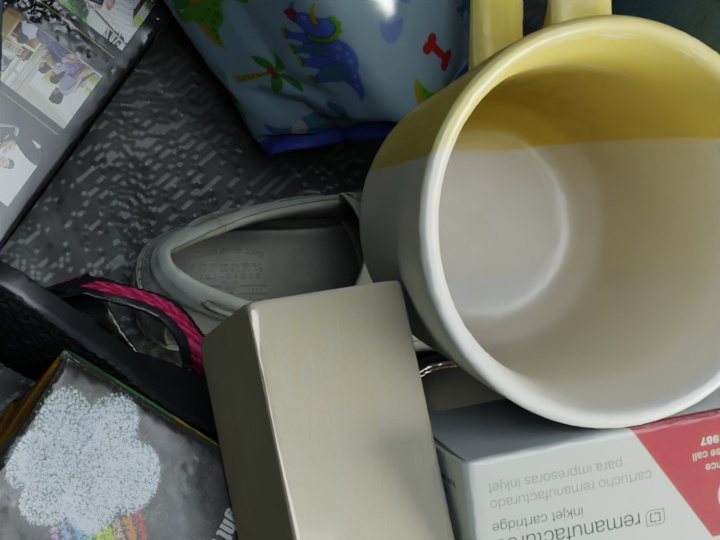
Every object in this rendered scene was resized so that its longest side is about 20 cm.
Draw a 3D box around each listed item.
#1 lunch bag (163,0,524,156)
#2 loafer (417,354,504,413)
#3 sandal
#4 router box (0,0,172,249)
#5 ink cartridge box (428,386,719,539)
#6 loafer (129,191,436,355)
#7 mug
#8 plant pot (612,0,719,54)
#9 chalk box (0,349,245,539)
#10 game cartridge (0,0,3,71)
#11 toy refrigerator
[{"bbox_3d":[0.001,-0.176,1.161,0.170,0.127,0.200,57,49,-30],"label":"lunch bag"},{"bbox_3d":[0.108,0.071,1.188,0.199,0.072,0.073,9,77,-13],"label":"loafer"},{"bbox_3d":[-0.090,0.036,1.120,0.200,0.075,0.045,32,68,-33],"label":"sandal"},{"bbox_3d":[-0.198,-0.117,1.150,0.200,0.051,0.150,37,72,-7],"label":"router box"},{"bbox_3d":[0.107,0.148,1.051,0.145,0.083,0.201,-10,101,-13],"label":"ink cartridge box"},{"bbox_3d":[0.000,0.000,1.172,0.199,0.070,0.070,-8,74,-18],"label":"loafer"},{"bbox_3d":[0.079,-0.035,1.057,0.149,0.153,0.187,31,82,-15],"label":"mug"},{"bbox_3d":[0.199,-0.037,1.147,0.195,0.196,0.201,17,58,-12],"label":"plant pot"},{"bbox_3d":[-0.078,0.144,1.095,0.199,0.124,0.125,34,71,-8],"label":"chalk box"},{"bbox_3d":[-0.247,-0.054,1.091,0.199,0.041,0.134,4,107,0],"label":"game cartridge"},{"bbox_3d":[-0.001,0.111,1.020,0.070,0.076,0.201,-9,80,-19],"label":"toy refrigerator"}]
